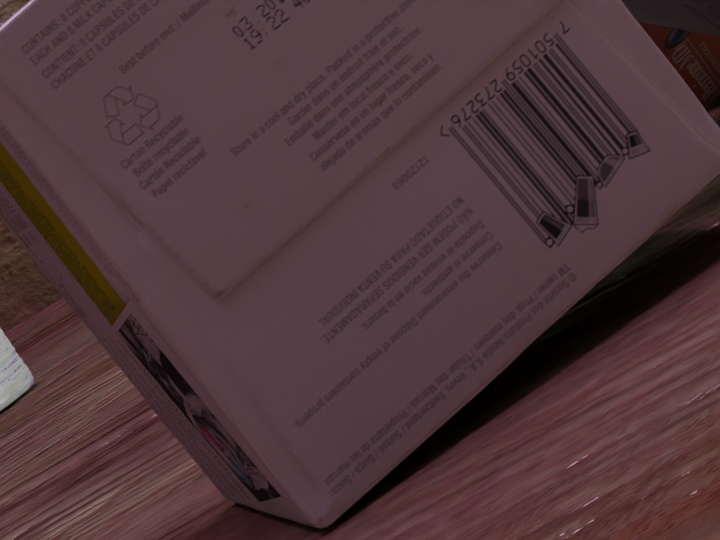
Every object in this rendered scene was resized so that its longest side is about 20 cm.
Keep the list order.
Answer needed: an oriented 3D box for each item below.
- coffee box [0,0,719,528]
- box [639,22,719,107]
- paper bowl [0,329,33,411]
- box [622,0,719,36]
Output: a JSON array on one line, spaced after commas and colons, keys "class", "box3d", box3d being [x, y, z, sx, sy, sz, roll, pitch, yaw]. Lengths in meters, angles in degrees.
[{"class": "coffee box", "box3d": [-0.021, -0.049, 1.017, 0.200, 0.200, 0.198, -40, 6, -11]}, {"class": "box", "box3d": [0.164, -0.192, 1.233, 0.200, 0.106, 0.152, -47, -25, 4]}, {"class": "paper bowl", "box3d": [-0.396, 0.111, 2.428, 0.200, 0.104, 0.201, -33, 6, 4]}, {"class": "box", "box3d": [0.141, -0.176, 1.058, 0.200, 0.106, 0.153, 15, 81, 41]}]
